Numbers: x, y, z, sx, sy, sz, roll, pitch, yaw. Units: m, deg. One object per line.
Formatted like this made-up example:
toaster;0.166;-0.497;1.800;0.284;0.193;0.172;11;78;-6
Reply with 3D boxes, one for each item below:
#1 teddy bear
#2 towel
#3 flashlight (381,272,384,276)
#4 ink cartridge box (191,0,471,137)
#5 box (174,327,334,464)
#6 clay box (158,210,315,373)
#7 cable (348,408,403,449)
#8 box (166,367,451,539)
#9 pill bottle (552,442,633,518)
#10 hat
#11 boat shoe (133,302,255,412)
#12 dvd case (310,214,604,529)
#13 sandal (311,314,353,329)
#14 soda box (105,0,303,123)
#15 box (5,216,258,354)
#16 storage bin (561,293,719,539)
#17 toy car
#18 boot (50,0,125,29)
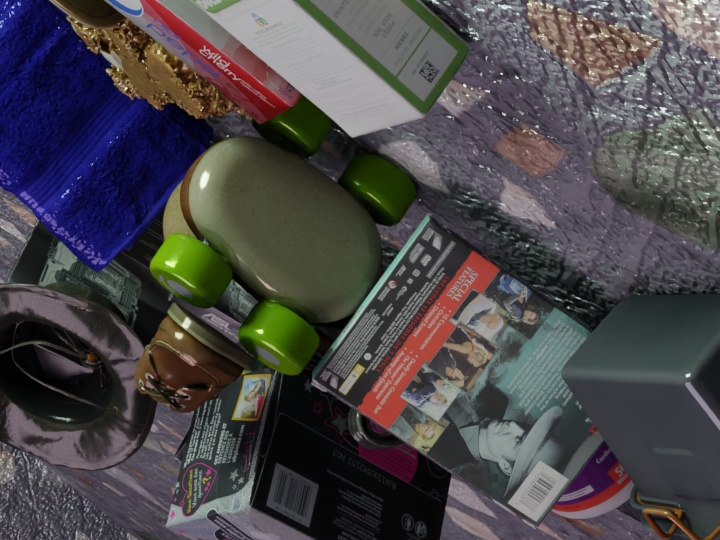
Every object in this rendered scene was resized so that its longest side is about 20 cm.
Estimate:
teddy bear;-0.138;-0.159;1.453;0.145;0.067;0.200;48;167;-14
towel;-0.216;-0.113;1.548;0.200;0.148;0.050;44;165;-24
flashlight;0.000;0.000;1.634;0.200;0.068;0.068;36;161;10
ink cartridge box;-0.041;-0.167;1.229;0.200;0.059;0.104;39;162;-18
box;-0.050;0.147;1.900;0.182;0.104;0.200;35;-159;-5
clay box;-0.122;0.004;1.772;0.200;0.115;0.048;36;164;-11
cable;0.082;0.103;1.633;0.200;0.097;0.050;9;168;-38
box;-0.040;0.183;1.681;0.200;0.132;0.115;31;147;-32
pill bottle;0.132;0.093;1.553;0.112;0.113;0.200;12;153;52
hat;-0.242;0.065;1.668;0.200;0.081;0.201;8;132;9
boat shoe;-0.124;0.072;1.489;0.072;0.068;0.200;38;173;2
dvd case;0.087;0.074;1.462;0.200;0.146;0.022;34;-169;-9
sandal;-0.022;0.011;1.721;0.201;0.057;0.080;16;156;7
soda box;-0.112;-0.182;1.301;0.200;0.070;0.063;37;162;-13
box;-0.179;0.018;1.677;0.200;0.050;0.158;32;146;-6
storage bin;0.225;0.095;1.367;0.134;0.146;0.200;49;160;-16
toy car;-0.083;-0.024;1.523;0.158;0.164;0.200;39;161;-17
boot;-0.240;-0.231;1.395;0.200;0.072;0.155;45;161;-9
